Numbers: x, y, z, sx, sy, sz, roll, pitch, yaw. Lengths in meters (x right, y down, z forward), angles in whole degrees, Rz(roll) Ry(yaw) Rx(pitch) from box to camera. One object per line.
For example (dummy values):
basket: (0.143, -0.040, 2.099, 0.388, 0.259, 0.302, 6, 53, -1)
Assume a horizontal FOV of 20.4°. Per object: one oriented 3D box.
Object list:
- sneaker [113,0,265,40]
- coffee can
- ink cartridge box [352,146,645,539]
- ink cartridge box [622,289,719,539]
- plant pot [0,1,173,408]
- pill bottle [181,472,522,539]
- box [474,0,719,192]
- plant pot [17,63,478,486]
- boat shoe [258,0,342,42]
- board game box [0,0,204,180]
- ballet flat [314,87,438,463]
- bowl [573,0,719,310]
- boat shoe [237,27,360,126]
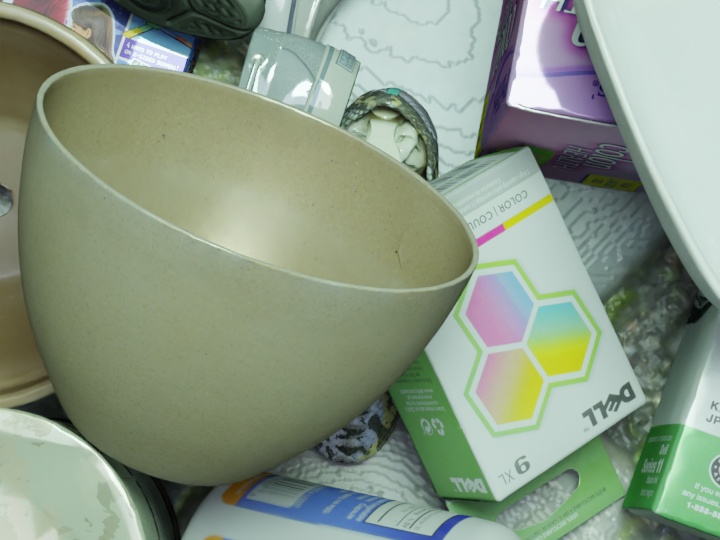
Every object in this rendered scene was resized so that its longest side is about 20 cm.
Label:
sneaker: (-0.116, -0.200, 1.027, 0.199, 0.076, 0.114, 30, 60, 15)
coffee can: (-0.165, 0.140, 0.952, 0.146, 0.200, 0.146, 0, 84, -1)
ink cartridge box: (0.073, 0.050, 1.000, 0.104, 0.059, 0.200, -30, 100, -27)
ink cartridge box: (0.240, 0.054, 1.029, 0.147, 0.083, 0.200, 19, 83, 0)
plant pot: (-0.190, -0.034, 0.992, 0.201, 0.093, 0.201, 0, 95, 0)
pill bottle: (0.017, 0.168, 0.963, 0.200, 0.112, 0.112, 10, 83, 25)
box: (0.126, -0.154, 1.001, 0.097, 0.176, 0.200, 9, 85, -1)
plant pot: (-0.066, 0.013, 0.874, 0.200, 0.200, 0.135, 24, 112, 1)
boat shoe: (-0.001, -0.187, 1.058, 0.066, 0.072, 0.200, 19, 76, 5)
board game box: (-0.191, -0.120, 1.059, 0.200, 0.034, 0.135, 19, 84, 0)
ballet flat: (0.000, 0.000, 1.037, 0.072, 0.072, 0.200, 8, 84, -1)
bowl: (0.198, -0.089, 0.877, 0.200, 0.075, 0.200, -24, 90, -11)
boat shoe: (-0.067, -0.030, 1.021, 0.071, 0.070, 0.201, 24, 103, -1)
